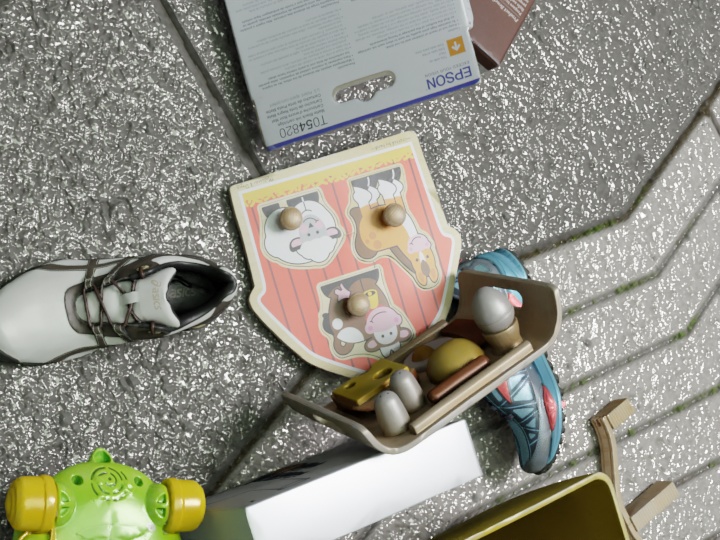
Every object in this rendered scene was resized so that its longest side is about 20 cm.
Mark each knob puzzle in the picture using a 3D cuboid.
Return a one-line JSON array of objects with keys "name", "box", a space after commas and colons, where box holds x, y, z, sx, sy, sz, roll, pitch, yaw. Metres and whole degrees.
[{"name": "knob puzzle", "box": [0.000, 0.000, 1.129, 0.217, 0.030, 0.223, 2, 84, -17]}]

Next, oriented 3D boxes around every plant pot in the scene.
[{"name": "plant pot", "box": [0.102, 0.290, 1.079, 0.198, 0.176, 0.202, -19, 92, -31]}]

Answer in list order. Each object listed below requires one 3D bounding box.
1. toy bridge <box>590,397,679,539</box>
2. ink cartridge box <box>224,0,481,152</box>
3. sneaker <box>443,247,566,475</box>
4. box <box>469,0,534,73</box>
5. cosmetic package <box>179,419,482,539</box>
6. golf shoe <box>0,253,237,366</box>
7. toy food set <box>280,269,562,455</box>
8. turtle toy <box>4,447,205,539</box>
[{"name": "toy bridge", "box": [0.270, 0.225, 1.273, 0.067, 0.027, 0.202, -32, 98, -27]}, {"name": "ink cartridge box", "box": [-0.012, -0.220, 1.106, 0.041, 0.197, 0.203, -10, 85, -74]}, {"name": "sneaker", "box": [0.115, 0.087, 1.191, 0.094, 0.079, 0.202, -13, 82, -17]}, {"name": "box", "box": [0.117, -0.284, 1.243, 0.100, 0.075, 0.201, 39, 64, -19]}, {"name": "cosmetic package", "box": [-0.028, 0.173, 1.040, 0.198, 0.150, 0.052, -17, 91, -31]}, {"name": "golf shoe", "box": [-0.185, 0.020, 1.009, 0.198, 0.094, 0.079, -14, 90, -29]}, {"name": "toy food set", "box": [0.046, 0.063, 1.056, 0.199, 0.143, 0.061, -32, 109, -22]}, {"name": "turtle toy", "box": [-0.194, 0.229, 0.964, 0.144, 0.101, 0.203, 7, 79, -28]}]
